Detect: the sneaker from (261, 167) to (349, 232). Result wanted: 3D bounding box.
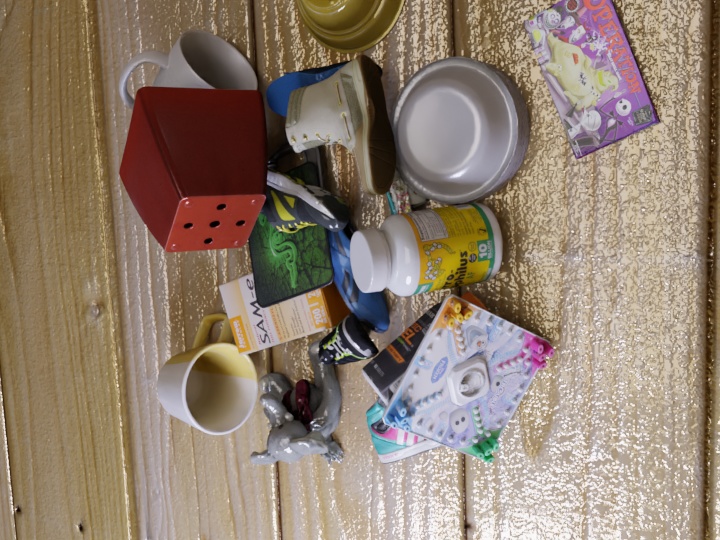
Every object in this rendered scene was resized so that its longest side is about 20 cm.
[{"bbox_3d":[-0.092,-0.091,1.239,0.199,0.074,0.086,31,107,41],"label":"sneaker"}]

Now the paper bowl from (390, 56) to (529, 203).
[{"bbox_3d":[0.132,-0.197,1.149,0.197,0.104,0.206,5,100,29],"label":"paper bowl"}]

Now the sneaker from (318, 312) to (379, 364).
[{"bbox_3d":[-0.024,0.120,1.231,0.082,0.200,0.072,-35,84,-5],"label":"sneaker"}]

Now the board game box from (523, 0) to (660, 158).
[{"bbox_3d":[0.308,-0.268,1.086,0.118,0.032,0.204,-23,86,25],"label":"board game box"}]

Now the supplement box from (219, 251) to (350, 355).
[{"bbox_3d":[-0.126,0.053,1.342,0.197,0.073,0.129,-20,87,30],"label":"supplement box"}]

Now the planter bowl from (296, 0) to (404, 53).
[{"bbox_3d":[-0.034,-0.435,1.214,0.196,0.083,0.206,4,99,27],"label":"planter bowl"}]

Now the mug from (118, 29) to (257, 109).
[{"bbox_3d":[-0.293,-0.284,1.319,0.175,0.197,0.150,-44,42,33],"label":"mug"}]

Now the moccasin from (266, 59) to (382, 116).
[{"bbox_3d":[-0.053,-0.278,1.259,0.196,0.068,0.082,-1,105,29],"label":"moccasin"}]

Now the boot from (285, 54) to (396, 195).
[{"bbox_3d":[-0.032,-0.191,1.175,0.152,0.071,0.205,-15,78,33],"label":"boot"}]

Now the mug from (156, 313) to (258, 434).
[{"bbox_3d":[-0.268,0.189,1.416,0.151,0.187,0.151,-6,125,49],"label":"mug"}]

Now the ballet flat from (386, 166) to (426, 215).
[{"bbox_3d":[0.076,-0.079,1.226,0.063,0.076,0.205,-16,95,0],"label":"ballet flat"}]

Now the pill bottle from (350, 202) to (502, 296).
[{"bbox_3d":[0.090,-0.027,1.132,0.112,0.196,0.116,171,90,-68],"label":"pill bottle"}]

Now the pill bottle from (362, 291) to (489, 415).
[{"bbox_3d":[0.106,0.121,1.179,0.199,0.106,0.107,-40,77,-4],"label":"pill bottle"}]

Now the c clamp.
[{"bbox_3d":[-0.124,-0.115,1.317,0.168,0.027,0.205,-9,77,38],"label":"c clamp"}]

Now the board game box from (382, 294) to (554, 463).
[{"bbox_3d":[0.155,0.159,1.135,0.203,0.197,0.026,-62,27,8],"label":"board game box"}]

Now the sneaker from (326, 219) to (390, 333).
[{"bbox_3d":[0.000,0.000,1.272,0.078,0.066,0.203,-34,81,24],"label":"sneaker"}]

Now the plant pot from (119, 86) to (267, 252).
[{"bbox_3d":[-0.242,-0.141,1.243,0.201,0.196,0.179,-56,48,48],"label":"plant pot"}]

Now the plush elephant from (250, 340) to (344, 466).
[{"bbox_3d":[-0.108,0.242,1.313,0.163,0.154,0.204,-25,85,29],"label":"plush elephant"}]

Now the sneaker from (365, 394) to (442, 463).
[{"bbox_3d":[0.084,0.210,1.251,0.198,0.083,0.122,-28,94,30],"label":"sneaker"}]

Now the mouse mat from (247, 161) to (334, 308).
[{"bbox_3d":[-0.119,-0.056,1.290,0.158,0.007,0.205,-20,72,31],"label":"mouse mat"}]
